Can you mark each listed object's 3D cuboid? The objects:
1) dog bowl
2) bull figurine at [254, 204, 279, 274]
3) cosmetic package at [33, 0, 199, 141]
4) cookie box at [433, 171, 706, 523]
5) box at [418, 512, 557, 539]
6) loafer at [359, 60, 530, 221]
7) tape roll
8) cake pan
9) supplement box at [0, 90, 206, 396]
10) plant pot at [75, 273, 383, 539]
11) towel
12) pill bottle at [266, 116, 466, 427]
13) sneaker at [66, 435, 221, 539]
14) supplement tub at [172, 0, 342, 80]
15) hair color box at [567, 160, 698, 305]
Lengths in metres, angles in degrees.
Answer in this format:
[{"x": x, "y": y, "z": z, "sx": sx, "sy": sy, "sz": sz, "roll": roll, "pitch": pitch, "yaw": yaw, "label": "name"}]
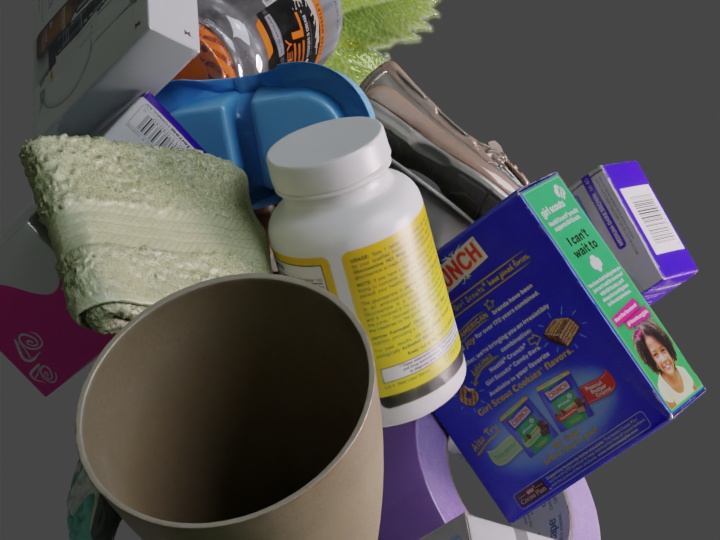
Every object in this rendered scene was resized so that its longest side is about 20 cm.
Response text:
[{"x": -0.079, "y": -0.095, "z": 1.619, "sx": 0.050, "sy": 0.199, "sz": 0.112, "roll": -41, "pitch": 122, "yaw": -70, "label": "dog bowl"}, {"x": -0.068, "y": -0.025, "z": 1.669, "sx": 0.065, "sy": 0.121, "sz": 0.201, "roll": 62, "pitch": 28, "yaw": -47, "label": "bull figurine"}, {"x": -0.185, "y": -0.201, "z": 1.640, "sx": 0.052, "sy": 0.151, "sz": 0.201, "roll": 25, "pitch": 42, "yaw": -34, "label": "cosmetic package"}, {"x": 0.129, "y": 0.058, "z": 1.648, "sx": 0.201, "sy": 0.171, "sz": 0.075, "roll": 56, "pitch": 31, "yaw": 4, "label": "cookie box"}, {"x": 0.094, "y": 0.240, "z": 1.571, "sx": 0.199, "sy": 0.156, "sz": 0.041, "roll": 19, "pitch": 48, "yaw": -40, "label": "box"}, {"x": 0.082, "y": -0.090, "z": 1.709, "sx": 0.200, "sy": 0.072, "sz": 0.063, "roll": 35, "pitch": 71, "yaw": 0, "label": "loafer"}, {"x": 0.095, "y": 0.181, "z": 1.706, "sx": 0.200, "sy": 0.066, "sz": 0.201, "roll": 31, "pitch": 39, "yaw": -29, "label": "tape roll"}, {"x": 0.025, "y": -0.059, "z": 1.771, "sx": 0.200, "sy": 0.037, "sz": 0.200, "roll": 36, "pitch": -3, "yaw": 2, "label": "cake pan"}, {"x": -0.182, "y": -0.021, "z": 1.525, "sx": 0.101, "sy": 0.103, "sz": 0.200, "roll": 47, "pitch": 33, "yaw": -10, "label": "supplement box"}, {"x": -0.061, "y": 0.138, "z": 1.382, "sx": 0.201, "sy": 0.186, "sz": 0.188, "roll": 72, "pitch": 13, "yaw": -47, "label": "plant pot"}, {"x": -0.132, "y": -0.023, "z": 1.466, "sx": 0.199, "sy": 0.036, "sz": 0.149, "roll": 5, "pitch": 57, "yaw": -49, "label": "towel"}, {"x": 0.000, "y": 0.000, "z": 1.544, "sx": 0.113, "sy": 0.112, "sz": 0.201, "roll": -53, "pitch": 133, "yaw": -55, "label": "pill bottle"}, {"x": -0.129, "y": 0.107, "z": 1.456, "sx": 0.091, "sy": 0.078, "sz": 0.201, "roll": 26, "pitch": 57, "yaw": -7, "label": "sneaker"}, {"x": -0.105, "y": -0.181, "z": 1.743, "sx": 0.123, "sy": 0.122, "sz": 0.200, "roll": 50, "pitch": 35, "yaw": -4, "label": "supplement tub"}, {"x": 0.169, "y": 0.007, "z": 1.827, "sx": 0.065, "sy": 0.200, "sz": 0.110, "roll": -11, "pitch": 68, "yaw": -51, "label": "hair color box"}]
